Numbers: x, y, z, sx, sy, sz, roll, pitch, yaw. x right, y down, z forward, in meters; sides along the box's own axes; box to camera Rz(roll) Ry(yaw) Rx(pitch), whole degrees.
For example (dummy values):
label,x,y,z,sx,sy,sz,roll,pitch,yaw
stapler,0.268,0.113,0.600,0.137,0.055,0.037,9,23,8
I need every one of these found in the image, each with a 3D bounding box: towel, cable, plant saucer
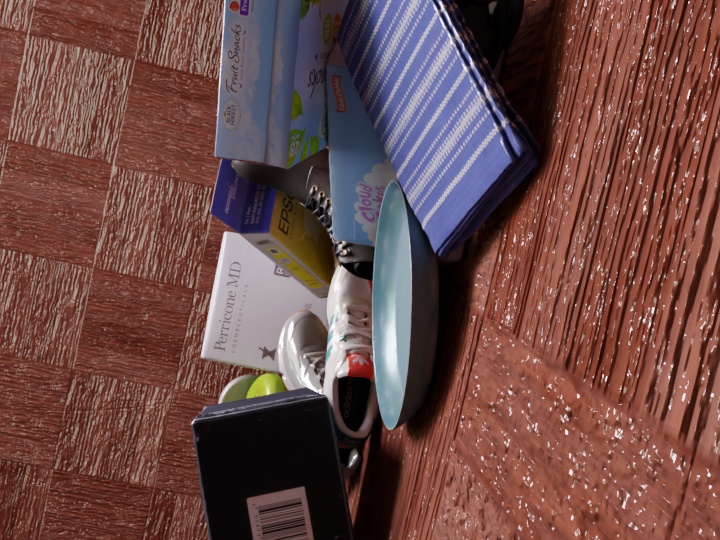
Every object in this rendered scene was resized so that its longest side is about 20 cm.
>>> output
label,x,y,z,sx,sy,sz,roll,pitch,yaw
towel,0.044,-0.123,0.605,0.201,0.024,0.145,66,155,17
cable,0.086,-0.207,0.644,0.164,0.050,0.201,-85,9,-57
plant saucer,0.035,0.028,0.724,0.200,0.027,0.202,-178,90,-83

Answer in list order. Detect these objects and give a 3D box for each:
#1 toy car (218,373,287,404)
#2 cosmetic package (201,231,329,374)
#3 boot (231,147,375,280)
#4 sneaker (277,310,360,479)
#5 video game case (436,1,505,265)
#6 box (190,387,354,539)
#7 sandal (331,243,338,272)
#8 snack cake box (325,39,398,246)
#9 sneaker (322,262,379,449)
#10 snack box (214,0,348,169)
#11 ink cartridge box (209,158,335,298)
label,x,y,z,sx,sy,sz,roll,pitch,yaw
toy car,-0.096,0.228,1.096,0.175,0.149,0.202,-160,77,-66
cosmetic package,-0.098,0.049,1.185,0.165,0.198,0.166,176,104,-82
boot,-0.037,-0.062,0.904,0.078,0.198,0.139,108,168,-58
sneaker,-0.035,0.136,0.983,0.092,0.075,0.202,-38,63,60
video game case,0.077,-0.102,0.758,0.182,0.023,0.202,163,120,-83
box,-0.076,0.216,0.812,0.198,0.122,0.202,149,112,-80
sandal,0.006,0.000,0.983,0.070,0.077,0.214,-120,34,-73
snack cake box,0.018,-0.130,0.797,0.201,0.067,0.116,89,-165,-49
sneaker,0.000,0.080,0.893,0.093,0.070,0.202,145,133,-76
snack box,-0.051,-0.186,0.733,0.200,0.067,0.170,-46,-35,-69
ink cartridge box,-0.077,-0.101,1.017,0.200,0.047,0.199,44,-135,-49
